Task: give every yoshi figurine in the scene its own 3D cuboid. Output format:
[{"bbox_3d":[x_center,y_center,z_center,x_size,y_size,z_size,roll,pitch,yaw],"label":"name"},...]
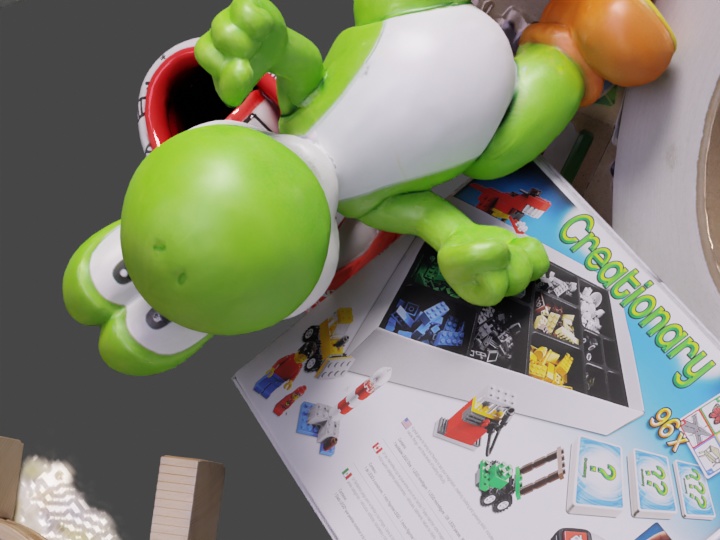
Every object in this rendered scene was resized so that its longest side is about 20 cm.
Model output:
[{"bbox_3d":[0.000,-0.039,0.759,0.200,0.112,0.112,-39,55,-10],"label":"yoshi figurine"}]

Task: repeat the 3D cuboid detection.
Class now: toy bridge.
[{"bbox_3d":[-0.066,0.102,0.924,0.199,0.027,0.068,4,83,23],"label":"toy bridge"}]

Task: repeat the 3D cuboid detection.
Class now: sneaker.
[{"bbox_3d":[-0.001,0.000,0.873,0.067,0.108,0.202,-43,68,9],"label":"sneaker"}]

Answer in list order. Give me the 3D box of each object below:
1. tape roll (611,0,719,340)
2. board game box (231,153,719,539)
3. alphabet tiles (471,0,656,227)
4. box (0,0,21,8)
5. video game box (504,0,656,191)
[{"bbox_3d":[0.143,-0.031,0.742,0.203,0.037,0.204,-23,64,59],"label":"tape roll"},{"bbox_3d":[0.048,0.051,0.756,0.126,0.035,0.200,-39,37,2],"label":"board game box"},{"bbox_3d":[0.103,-0.114,0.862,0.167,0.008,0.201,26,90,25],"label":"alphabet tiles"},{"bbox_3d":[-0.214,-0.206,0.947,0.130,0.200,0.200,-16,74,19],"label":"box"},{"bbox_3d":[0.172,-0.057,0.850,0.182,0.047,0.201,-32,70,11],"label":"video game box"}]
